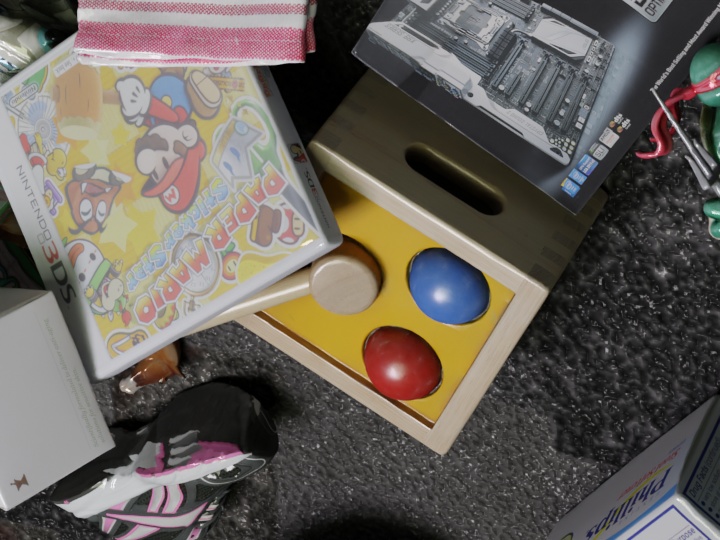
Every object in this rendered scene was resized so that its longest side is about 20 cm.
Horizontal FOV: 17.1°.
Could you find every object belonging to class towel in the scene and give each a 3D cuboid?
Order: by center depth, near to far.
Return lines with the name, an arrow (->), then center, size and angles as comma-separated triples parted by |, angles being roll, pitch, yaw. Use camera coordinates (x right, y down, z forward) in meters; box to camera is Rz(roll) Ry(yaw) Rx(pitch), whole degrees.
towel -> -0.091, -0.211, 1.294 | 0.146, 0.030, 0.201 | 2, 94, 26

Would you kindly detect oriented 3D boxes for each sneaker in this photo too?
sneaker -> -0.222, -0.141, 1.454 | 0.199, 0.078, 0.086 | 31, 137, 5
sneaker -> -0.116, 0.139, 1.626 | 0.086, 0.081, 0.199 | 43, 143, -24

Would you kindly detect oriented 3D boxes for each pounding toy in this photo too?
pounding toy -> 0.000, 0.000, 1.390 | 0.199, 0.142, 0.184 | 32, 134, 4

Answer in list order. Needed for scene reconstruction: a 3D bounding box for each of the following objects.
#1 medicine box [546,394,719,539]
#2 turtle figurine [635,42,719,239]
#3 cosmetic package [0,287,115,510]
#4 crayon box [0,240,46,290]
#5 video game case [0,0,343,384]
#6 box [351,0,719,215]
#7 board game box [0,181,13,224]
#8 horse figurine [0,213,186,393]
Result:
medicine box -> 0.224, 0.206, 1.451 | 0.200, 0.103, 0.182 | 41, 134, -4
turtle figurine -> 0.229, -0.061, 1.228 | 0.200, 0.150, 0.101 | 44, 173, -21
cosmetic package -> -0.242, 0.071, 1.446 | 0.200, 0.085, 0.108 | 4, 118, 56
crayon box -> -0.298, 0.021, 1.635 | 0.172, 0.058, 0.200 | -19, 114, 37
video game case -> -0.120, -0.056, 1.363 | 0.199, 0.023, 0.183 | -29, 81, 33
box -> 0.107, -0.146, 1.278 | 0.157, 0.050, 0.200 | 36, 134, -1
board game box -> -0.274, -0.067, 1.453 | 0.134, 0.200, 0.029 | 36, 136, 0
horse figurine -> -0.198, 0.005, 1.545 | 0.050, 0.132, 0.201 | -151, 41, -69
